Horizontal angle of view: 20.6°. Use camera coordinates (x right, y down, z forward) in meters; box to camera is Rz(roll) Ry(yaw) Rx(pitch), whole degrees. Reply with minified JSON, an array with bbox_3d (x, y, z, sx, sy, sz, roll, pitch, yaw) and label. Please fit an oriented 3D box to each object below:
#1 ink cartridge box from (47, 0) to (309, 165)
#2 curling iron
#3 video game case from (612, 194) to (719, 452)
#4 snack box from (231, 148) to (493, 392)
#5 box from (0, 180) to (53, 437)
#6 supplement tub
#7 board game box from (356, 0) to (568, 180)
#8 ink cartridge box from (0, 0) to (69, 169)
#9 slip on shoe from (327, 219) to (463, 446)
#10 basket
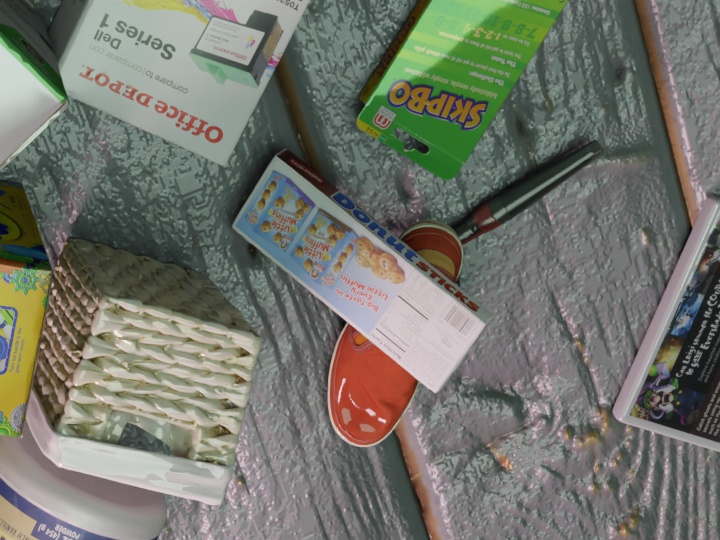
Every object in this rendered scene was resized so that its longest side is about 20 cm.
[{"bbox_3d":[-0.119,-0.195,1.389,0.144,0.084,0.201,24,101,-22],"label":"ink cartridge box"},{"bbox_3d":[0.107,-0.036,1.540,0.200,0.026,0.050,-40,111,2],"label":"curling iron"},{"bbox_3d":[0.325,0.056,1.637,0.181,0.023,0.201,17,104,-21],"label":"video game case"},{"bbox_3d":[0.000,0.000,1.458,0.200,0.024,0.072,39,118,8],"label":"snack box"},{"bbox_3d":[-0.322,0.011,1.340,0.191,0.200,0.123,8,106,-19],"label":"box"},{"bbox_3d":[-0.246,0.229,1.469,0.144,0.144,0.201,23,101,-22],"label":"supplement tub"},{"bbox_3d":[0.082,-0.173,1.485,0.095,0.030,0.201,29,96,-22],"label":"board game box"},{"bbox_3d":[-0.275,-0.159,1.295,0.084,0.200,0.146,-43,114,5],"label":"ink cartridge box"},{"bbox_3d":[0.024,0.056,1.515,0.074,0.061,0.201,20,119,-7],"label":"slip on shoe"},{"bbox_3d":[-0.158,0.066,1.410,0.135,0.200,0.124,16,99,-20],"label":"basket"}]
